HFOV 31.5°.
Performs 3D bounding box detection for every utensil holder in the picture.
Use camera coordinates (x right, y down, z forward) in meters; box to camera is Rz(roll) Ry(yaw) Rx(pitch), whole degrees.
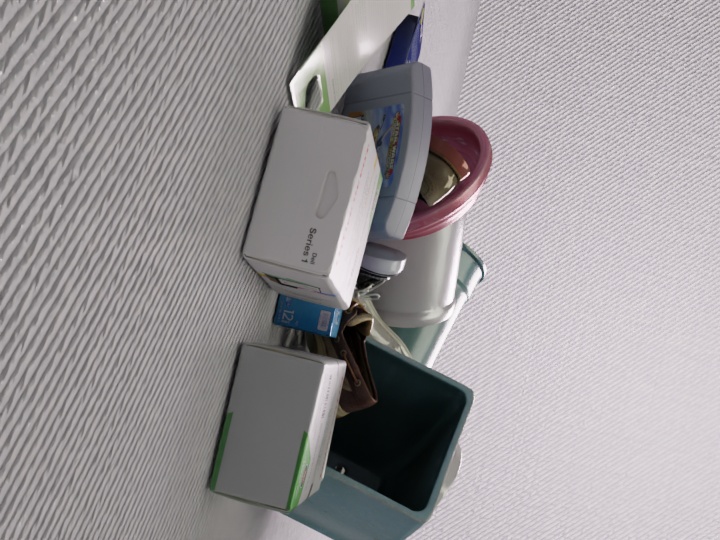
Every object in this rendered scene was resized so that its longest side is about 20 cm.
[{"bbox_3d":[0.056,-0.050,1.706,0.170,0.169,0.201,-63,161,-66],"label":"utensil holder"}]

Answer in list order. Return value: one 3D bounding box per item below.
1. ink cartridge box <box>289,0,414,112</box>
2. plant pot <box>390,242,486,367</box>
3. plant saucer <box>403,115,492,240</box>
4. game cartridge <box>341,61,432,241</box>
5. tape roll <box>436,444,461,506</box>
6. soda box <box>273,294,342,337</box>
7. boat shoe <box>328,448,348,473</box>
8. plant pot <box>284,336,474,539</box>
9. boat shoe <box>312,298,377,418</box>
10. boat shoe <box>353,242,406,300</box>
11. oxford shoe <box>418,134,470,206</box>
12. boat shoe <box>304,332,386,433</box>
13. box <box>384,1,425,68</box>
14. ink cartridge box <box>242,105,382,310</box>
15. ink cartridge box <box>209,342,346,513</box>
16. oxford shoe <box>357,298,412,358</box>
[{"bbox_3d":[-0.019,-0.233,1.234,0.200,0.048,0.146,-52,166,-14],"label":"ink cartridge box"},{"bbox_3d":[0.062,0.054,1.899,0.200,0.199,0.197,86,25,-68],"label":"plant pot"},{"bbox_3d":[0.067,-0.105,1.527,0.201,0.200,0.051,-72,145,-44],"label":"plant saucer"},{"bbox_3d":[0.022,-0.132,1.430,0.133,0.041,0.201,-4,-106,55],"label":"game cartridge"},{"bbox_3d":[0.044,0.281,1.657,0.203,0.037,0.203,-39,-165,13],"label":"tape roll"},{"bbox_3d":[-0.037,-0.032,1.368,0.068,0.064,0.201,39,64,-83],"label":"soda box"},{"bbox_3d":[0.001,0.240,1.667,0.073,0.062,0.201,78,33,-65],"label":"boat shoe"},{"bbox_3d":[-0.010,0.223,1.520,0.197,0.195,0.200,-64,-179,-41],"label":"plant pot"},{"bbox_3d":[-0.016,0.061,1.429,0.072,0.072,0.201,29,50,-57],"label":"boat shoe"},{"bbox_3d":[-0.003,0.000,1.513,0.199,0.073,0.068,-159,-101,-67],"label":"boat shoe"},{"bbox_3d":[0.035,-0.128,1.477,0.075,0.200,0.071,-48,128,-14],"label":"oxford shoe"},{"bbox_3d":[-0.008,0.112,1.597,0.201,0.071,0.063,63,37,-25],"label":"boat shoe"},{"bbox_3d":[0.055,-0.278,1.832,0.121,0.032,0.201,91,14,-62],"label":"box"},{"bbox_3d":[-0.040,-0.054,1.201,0.200,0.084,0.146,66,38,-79],"label":"ink cartridge box"},{"bbox_3d":[-0.077,0.152,1.271,0.200,0.084,0.147,41,61,-83],"label":"ink cartridge box"},{"bbox_3d":[0.006,0.090,1.652,0.200,0.075,0.058,56,48,-24],"label":"oxford shoe"}]
